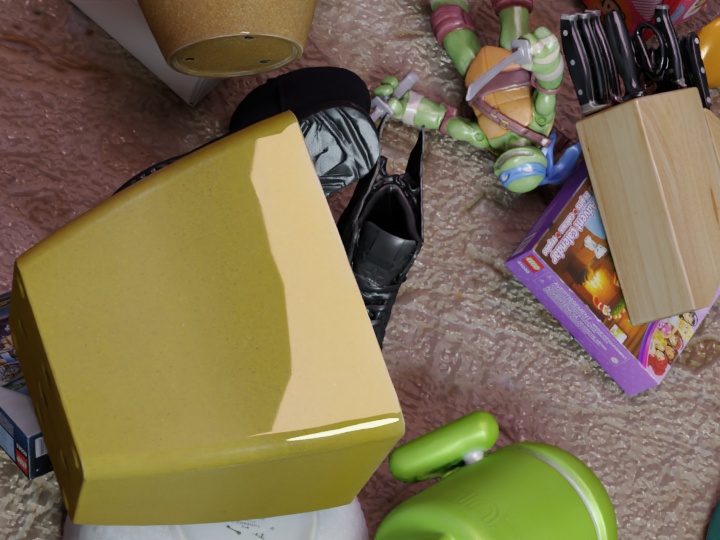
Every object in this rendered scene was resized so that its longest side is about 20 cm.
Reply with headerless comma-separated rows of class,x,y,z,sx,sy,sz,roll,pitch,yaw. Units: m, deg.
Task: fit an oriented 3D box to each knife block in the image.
knife block,0.194,-0.086,1.644,0.176,0.064,0.200,38,57,-24

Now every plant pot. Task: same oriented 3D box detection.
plant pot,-0.094,-0.238,1.577,0.186,0.186,0.200,-1,77,-21
plant pot,-0.104,0.050,1.374,0.176,0.200,0.200,-16,75,-16

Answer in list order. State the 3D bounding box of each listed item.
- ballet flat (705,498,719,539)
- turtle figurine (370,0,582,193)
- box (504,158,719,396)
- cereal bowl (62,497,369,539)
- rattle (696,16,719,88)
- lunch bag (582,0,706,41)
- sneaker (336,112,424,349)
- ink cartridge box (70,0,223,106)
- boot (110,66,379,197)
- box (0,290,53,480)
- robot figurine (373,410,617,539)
ballet flat,0.294,0.152,1.651,0.072,0.068,0.200,33,49,-23
turtle figurine,0.077,-0.161,1.697,0.200,0.144,0.194,5,61,-22
box,0.208,-0.025,1.708,0.137,0.039,0.200,46,55,-11
cereal bowl,-0.084,0.170,1.480,0.200,0.083,0.200,8,59,-14
rattle,0.319,-0.239,1.903,0.130,0.143,0.200,30,30,-41
lunch bag,0.208,-0.293,1.804,0.082,0.176,0.200,-27,73,-31
sneaker,0.003,0.001,1.593,0.060,0.104,0.200,17,60,-10
ink cartridge box,-0.107,-0.238,1.711,0.146,0.083,0.200,41,56,6
boot,-0.080,-0.071,1.600,0.200,0.168,0.076,-25,103,2
box,-0.162,0.050,1.515,0.200,0.038,0.137,-21,42,-29
robot figurine,0.087,0.182,1.503,0.200,0.116,0.176,-25,89,-45
